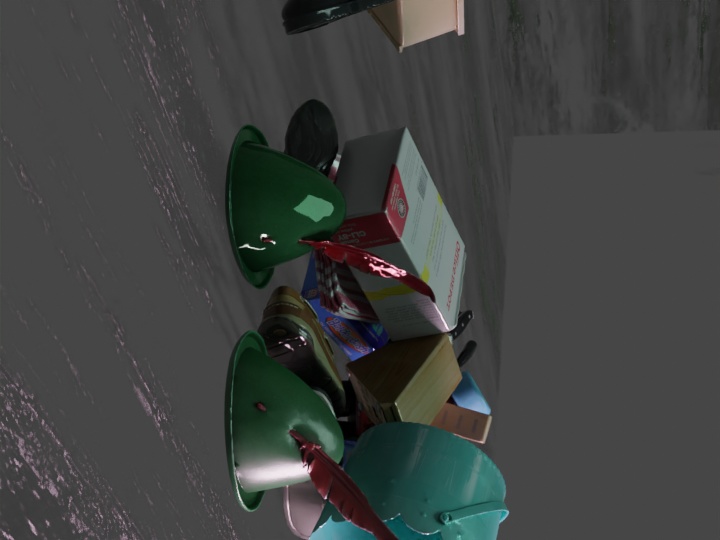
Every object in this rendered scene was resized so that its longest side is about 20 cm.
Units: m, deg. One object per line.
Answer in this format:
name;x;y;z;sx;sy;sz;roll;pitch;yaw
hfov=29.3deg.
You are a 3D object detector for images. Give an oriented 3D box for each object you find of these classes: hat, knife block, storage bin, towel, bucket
hat;-0.025;-0.064;1.388;0.200;0.174;0.167;41;49;-74
knife block;0.080;0.114;1.588;0.064;0.174;0.200;69;-10;-20
storage bin;0.044;-0.418;1.732;0.201;0.093;0.199;84;-20;-50
towel;-0.005;-0.040;1.624;0.146;0.030;0.202;13;68;-56
bucket;0.056;0.268;1.465;0.208;0.205;0.135;77;29;-46
hat;-0.026;0.158;1.340;0.166;0.174;0.202;-63;150;-66

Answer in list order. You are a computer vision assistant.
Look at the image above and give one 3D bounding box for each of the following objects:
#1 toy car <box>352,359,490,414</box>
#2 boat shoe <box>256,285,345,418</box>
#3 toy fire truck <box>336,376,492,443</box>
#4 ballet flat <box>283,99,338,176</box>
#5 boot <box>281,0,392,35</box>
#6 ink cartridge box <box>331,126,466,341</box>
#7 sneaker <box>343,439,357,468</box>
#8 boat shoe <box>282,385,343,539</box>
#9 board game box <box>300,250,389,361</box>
toy car;0.047;0.150;1.865;0.201;0.183;0.177;58;2;2
boat shoe;-0.059;0.092;1.485;0.201;0.075;0.074;75;14;-51
toy fire truck;0.057;0.216;1.678;0.200;0.128;0.178;175;-83;-65
ballet flat;-0.066;-0.108;1.544;0.057;0.066;0.202;-39;-144;51
boot;-0.042;-0.367;1.568;0.198;0.073;0.164;-31;106;-47
ink cartridge box;0.044;-0.039;1.585;0.201;0.083;0.146;60;30;-37
sneaker;-0.027;0.287;1.626;0.079;0.088;0.202;-38;146;-71
boat shoe;-0.052;0.202;1.510;0.060;0.073;0.202;-72;161;-57
board game box;0.000;0.000;1.688;0.152;0.045;0.201;48;41;-39
